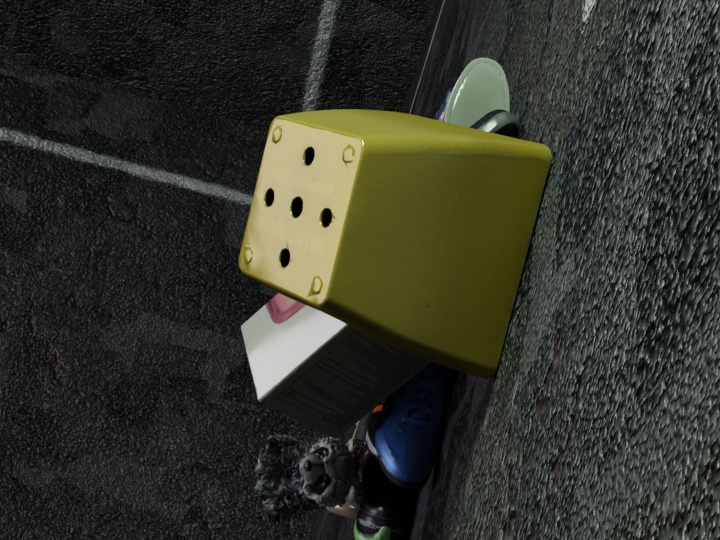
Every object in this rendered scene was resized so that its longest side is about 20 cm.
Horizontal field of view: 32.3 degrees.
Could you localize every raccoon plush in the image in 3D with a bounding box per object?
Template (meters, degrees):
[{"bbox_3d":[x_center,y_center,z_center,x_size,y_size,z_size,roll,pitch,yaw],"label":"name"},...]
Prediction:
[{"bbox_3d":[-0.031,0.227,1.431,0.199,0.132,0.098,-6,-93,-68],"label":"raccoon plush"}]

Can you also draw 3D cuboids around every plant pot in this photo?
[{"bbox_3d":[0.013,-0.040,1.056,0.199,0.175,0.203,21,98,50],"label":"plant pot"}]

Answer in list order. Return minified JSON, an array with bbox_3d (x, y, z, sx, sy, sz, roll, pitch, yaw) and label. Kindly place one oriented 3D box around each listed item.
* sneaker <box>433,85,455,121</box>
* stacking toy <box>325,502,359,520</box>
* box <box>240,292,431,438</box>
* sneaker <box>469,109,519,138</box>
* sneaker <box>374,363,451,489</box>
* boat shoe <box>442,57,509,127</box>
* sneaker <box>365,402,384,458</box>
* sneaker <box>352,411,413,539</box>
[{"bbox_3d":[0.109,-0.200,1.846,0.070,0.081,0.202,108,176,-59],"label":"sneaker"},{"bbox_3d":[0.022,0.222,1.591,0.085,0.084,0.203,116,171,-79],"label":"stacking toy"},{"bbox_3d":[-0.008,0.060,1.286,0.199,0.127,0.110,-40,44,20],"label":"box"},{"bbox_3d":[0.075,-0.118,1.301,0.200,0.076,0.115,-46,61,34],"label":"sneaker"},{"bbox_3d":[0.060,0.132,1.306,0.202,0.065,0.079,-78,7,-46],"label":"sneaker"},{"bbox_3d":[0.118,-0.133,1.378,0.061,0.071,0.205,137,145,-78],"label":"boat shoe"},{"bbox_3d":[0.050,0.143,1.397,0.200,0.069,0.091,-77,-1,-71],"label":"sneaker"},{"bbox_3d":[0.033,0.229,1.421,0.201,0.076,0.084,-95,23,-51],"label":"sneaker"}]
